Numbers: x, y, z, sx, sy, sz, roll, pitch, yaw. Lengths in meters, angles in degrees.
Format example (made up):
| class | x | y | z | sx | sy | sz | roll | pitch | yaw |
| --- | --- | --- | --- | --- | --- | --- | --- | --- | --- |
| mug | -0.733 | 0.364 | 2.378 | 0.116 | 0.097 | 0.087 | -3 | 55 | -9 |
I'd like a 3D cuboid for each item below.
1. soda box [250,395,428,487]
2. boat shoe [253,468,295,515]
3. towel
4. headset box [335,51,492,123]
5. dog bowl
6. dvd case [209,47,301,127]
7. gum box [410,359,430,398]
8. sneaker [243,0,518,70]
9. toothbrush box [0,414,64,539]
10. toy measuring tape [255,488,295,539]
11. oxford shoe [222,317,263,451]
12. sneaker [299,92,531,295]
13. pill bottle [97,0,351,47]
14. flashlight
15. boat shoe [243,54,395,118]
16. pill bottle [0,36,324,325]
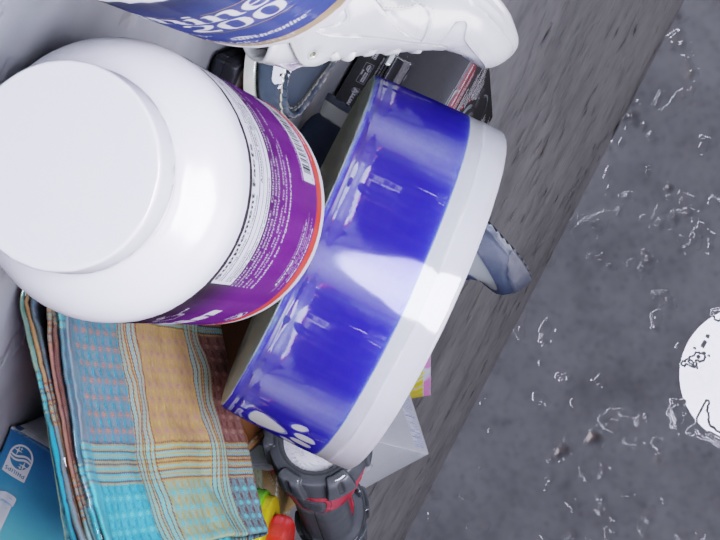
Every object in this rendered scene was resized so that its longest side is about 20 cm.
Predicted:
| class | x | y | z | sx | sy | sz | roll | pitch | yaw |
| --- | --- | --- | --- | --- | --- | --- | --- | --- | --- |
| soda box | -0.035 | 0.102 | 1.092 | 0.068 | 0.064 | 0.200 | -30 | 153 | 22 |
| boat shoe | -0.055 | 0.146 | 1.170 | 0.200 | 0.076 | 0.072 | -97 | -165 | -78 |
| towel | -0.104 | 0.076 | 0.802 | 0.200 | 0.022 | 0.148 | 13 | 62 | -70 |
| headset box | 0.028 | -0.095 | 1.117 | 0.149 | 0.077 | 0.200 | -61 | 168 | -7 |
| dog bowl | 0.000 | 0.000 | 0.844 | 0.200 | 0.078 | 0.201 | -155 | -90 | -85 |
| dvd case | -0.079 | -0.045 | 0.908 | 0.201 | 0.017 | 0.143 | -67 | 168 | 24 |
| gum box | -0.008 | 0.048 | 1.163 | 0.200 | 0.113 | 0.067 | 83 | -3 | -71 |
| sneaker | -0.006 | -0.136 | 0.760 | 0.199 | 0.075 | 0.100 | 24 | 104 | -40 |
| toothbrush box | -0.165 | 0.177 | 0.879 | 0.201 | 0.085 | 0.146 | -63 | 168 | 12 |
| toy measuring tape | -0.077 | 0.199 | 1.049 | 0.074 | 0.073 | 0.201 | -54 | 158 | -34 |
| oxford shoe | -0.100 | 0.086 | 0.969 | 0.200 | 0.071 | 0.071 | -55 | 153 | 3 |
| sneaker | 0.026 | -0.027 | 0.999 | 0.082 | 0.200 | 0.070 | -52 | -150 | 0 |
| pill bottle | -0.063 | -0.140 | 0.525 | 0.111 | 0.111 | 0.200 | -63 | 168 | 7 |
| flashlight | -0.022 | 0.137 | 1.028 | 0.067 | 0.068 | 0.200 | -31 | 160 | -8 |
| boat shoe | 0.001 | -0.163 | 0.842 | 0.075 | 0.062 | 0.201 | 78 | 36 | -63 |
| pill bottle | -0.088 | -0.033 | 0.658 | 0.113 | 0.112 | 0.200 | -63 | 168 | 4 |
